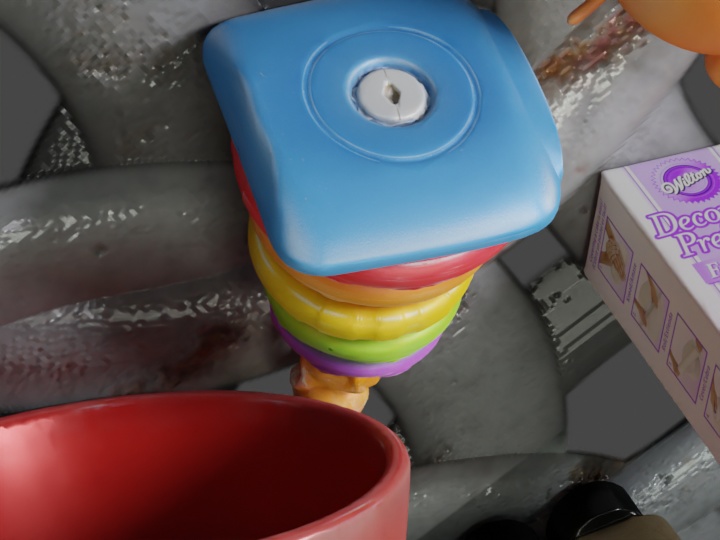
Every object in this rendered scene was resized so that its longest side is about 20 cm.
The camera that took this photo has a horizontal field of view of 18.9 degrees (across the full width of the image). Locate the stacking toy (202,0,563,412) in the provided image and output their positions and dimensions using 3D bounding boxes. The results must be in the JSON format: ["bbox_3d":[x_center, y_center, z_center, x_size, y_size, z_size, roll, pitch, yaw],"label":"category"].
[{"bbox_3d":[0.000,0.000,0.807,0.109,0.117,0.201,-11,145,-16],"label":"stacking toy"}]

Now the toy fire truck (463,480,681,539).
[{"bbox_3d":[0.079,0.214,1.038,0.175,0.129,0.201,-20,126,-11],"label":"toy fire truck"}]

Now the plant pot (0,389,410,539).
[{"bbox_3d":[-0.075,0.155,0.782,0.199,0.200,0.179,-10,105,-21],"label":"plant pot"}]

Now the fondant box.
[{"bbox_3d":[0.197,0.026,0.854,0.143,0.200,0.059,-13,133,-18],"label":"fondant box"}]

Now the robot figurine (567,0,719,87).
[{"bbox_3d":[0.161,-0.140,0.746,0.199,0.117,0.144,-14,169,-18],"label":"robot figurine"}]
